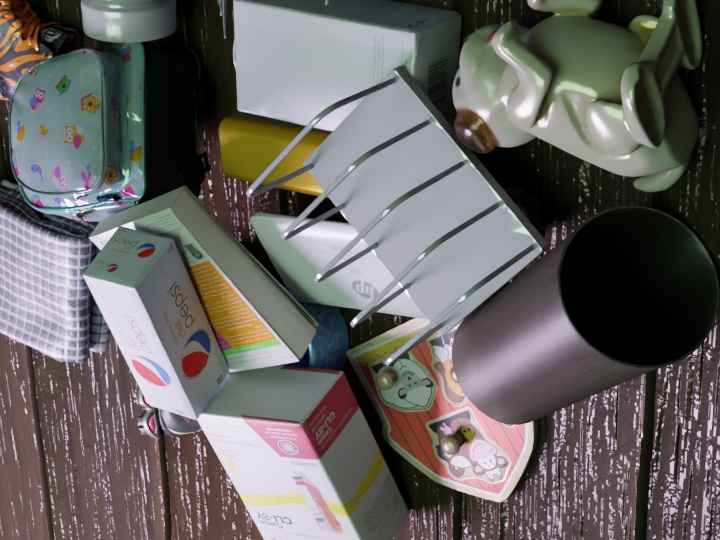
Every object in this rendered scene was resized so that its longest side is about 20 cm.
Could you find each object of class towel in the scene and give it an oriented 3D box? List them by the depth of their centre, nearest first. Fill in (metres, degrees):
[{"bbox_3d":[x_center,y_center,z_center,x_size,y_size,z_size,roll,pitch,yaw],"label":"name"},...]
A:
[{"bbox_3d":[-0.369,-0.002,1.755,0.200,0.086,0.166,21,121,27],"label":"towel"}]

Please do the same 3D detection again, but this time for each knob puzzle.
[{"bbox_3d":[0.088,0.140,1.522,0.220,0.030,0.220,15,119,30],"label":"knob puzzle"}]

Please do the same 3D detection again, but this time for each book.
[{"bbox_3d":[-0.154,0.016,1.517,0.134,0.048,0.200,-16,125,43],"label":"book"}]

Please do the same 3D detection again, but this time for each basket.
[{"bbox_3d":[0.179,0.049,1.338,0.200,0.180,0.136,-38,79,52],"label":"basket"}]

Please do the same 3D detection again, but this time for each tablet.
[{"bbox_3d":[0.000,0.000,1.468,0.200,0.014,0.130,8,144,31],"label":"tablet"}]

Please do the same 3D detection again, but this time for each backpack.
[{"bbox_3d":[-0.266,-0.135,1.565,0.200,0.153,0.176,-9,84,45],"label":"backpack"}]

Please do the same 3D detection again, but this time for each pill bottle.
[{"bbox_3d":[-0.224,-0.325,1.481,0.109,0.110,0.200,16,119,30],"label":"pill bottle"}]

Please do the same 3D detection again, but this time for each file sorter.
[{"bbox_3d":[0.025,-0.040,1.314,0.200,0.125,0.139,51,128,5],"label":"file sorter"}]

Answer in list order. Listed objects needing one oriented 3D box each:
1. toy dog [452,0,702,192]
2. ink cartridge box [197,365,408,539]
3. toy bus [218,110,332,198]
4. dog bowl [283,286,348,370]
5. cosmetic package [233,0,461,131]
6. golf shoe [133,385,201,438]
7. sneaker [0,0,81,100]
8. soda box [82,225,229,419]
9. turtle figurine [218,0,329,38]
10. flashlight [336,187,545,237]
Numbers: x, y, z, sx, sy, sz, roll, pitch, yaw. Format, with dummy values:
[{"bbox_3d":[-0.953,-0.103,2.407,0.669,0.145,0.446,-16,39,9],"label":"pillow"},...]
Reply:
[{"bbox_3d":[0.170,-0.152,1.276,0.200,0.140,0.194,9,152,31],"label":"toy dog"},{"bbox_3d":[-0.057,0.197,1.583,0.145,0.083,0.200,1,129,37],"label":"ink cartridge box"},{"bbox_3d":[-0.030,-0.109,1.459,0.200,0.078,0.065,13,118,31],"label":"toy bus"},{"bbox_3d":[-0.107,0.054,1.612,0.200,0.050,0.112,22,122,26],"label":"dog bowl"},{"bbox_3d":[-0.015,-0.188,1.412,0.200,0.081,0.113,18,120,30],"label":"cosmetic package"},{"bbox_3d":[-0.210,0.084,1.700,0.088,0.077,0.200,-7,110,17],"label":"golf shoe"},{"bbox_3d":[-0.351,-0.269,1.633,0.112,0.078,0.200,9,126,29],"label":"sneaker"},{"bbox_3d":[-0.193,0.053,1.500,0.064,0.068,0.200,13,143,27],"label":"soda box"},{"bbox_3d":[-0.077,-0.306,1.351,0.150,0.101,0.200,0,75,21],"label":"turtle figurine"},{"bbox_3d":[0.070,-0.039,1.433,0.200,0.068,0.068,-1,141,41],"label":"flashlight"}]
